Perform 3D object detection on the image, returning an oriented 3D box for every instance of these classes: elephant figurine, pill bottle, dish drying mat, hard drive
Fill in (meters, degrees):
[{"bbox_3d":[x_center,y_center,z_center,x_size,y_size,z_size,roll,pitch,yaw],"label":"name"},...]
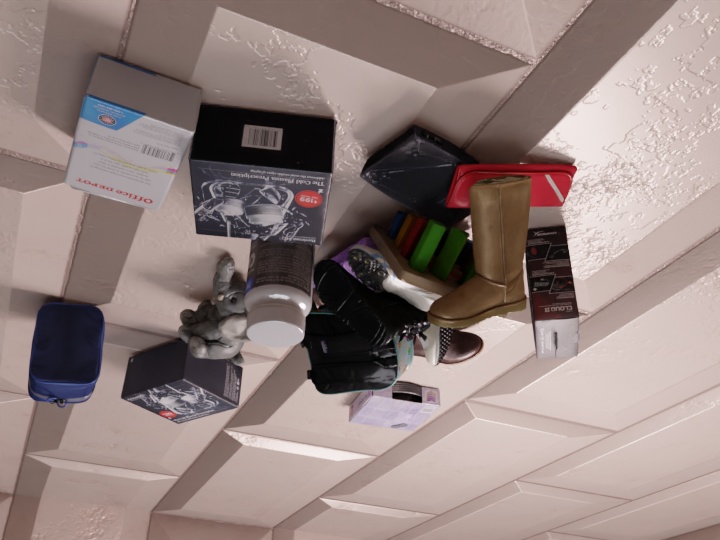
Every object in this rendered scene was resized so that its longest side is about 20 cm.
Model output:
[{"bbox_3d":[-0.246,0.082,1.458,0.200,0.142,0.155,-39,162,25],"label":"elephant figurine"},{"bbox_3d":[-0.136,0.020,1.272,0.113,0.201,0.114,1,147,1],"label":"pill bottle"},{"bbox_3d":[0.229,-0.126,1.144,0.199,0.018,0.077,-3,133,-18],"label":"dish drying mat"},{"bbox_3d":[0.111,-0.142,1.155,0.199,0.043,0.135,25,140,-35],"label":"hard drive"}]

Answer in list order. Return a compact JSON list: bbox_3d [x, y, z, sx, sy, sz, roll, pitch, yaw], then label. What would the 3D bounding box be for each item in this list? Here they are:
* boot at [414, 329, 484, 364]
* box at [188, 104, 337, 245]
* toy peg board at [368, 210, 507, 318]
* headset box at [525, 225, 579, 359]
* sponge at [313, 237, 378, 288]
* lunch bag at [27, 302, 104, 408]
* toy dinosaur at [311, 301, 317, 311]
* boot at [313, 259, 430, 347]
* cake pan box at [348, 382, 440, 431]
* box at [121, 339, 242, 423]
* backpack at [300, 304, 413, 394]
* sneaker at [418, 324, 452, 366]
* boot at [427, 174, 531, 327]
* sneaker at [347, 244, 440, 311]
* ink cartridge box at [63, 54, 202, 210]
[{"bbox_3d":[0.143,0.141,1.557,0.199,0.073,0.166,-3,158,20],"label":"boot"},{"bbox_3d":[-0.143,-0.135,1.120,0.199,0.105,0.182,5,149,-5],"label":"box"},{"bbox_3d":[0.141,-0.035,1.229,0.199,0.199,0.098,20,108,-21],"label":"toy peg board"},{"bbox_3d":[0.329,0.049,1.303,0.075,0.201,0.149,-6,148,11],"label":"headset box"},{"bbox_3d":[0.000,0.000,1.369,0.111,0.030,0.200,18,152,-29],"label":"sponge"},{"bbox_3d":[-0.600,0.180,1.543,0.135,0.201,0.132,9,150,-21],"label":"lunch bag"},{"bbox_3d":[-0.127,0.054,1.475,0.088,0.048,0.200,-13,149,10],"label":"toy dinosaur"},{"bbox_3d":[0.028,0.052,1.321,0.162,0.198,0.074,-10,140,-55],"label":"boot"},{"bbox_3d":[0.084,0.343,1.915,0.183,0.053,0.200,9,147,-15],"label":"cake pan box"},{"bbox_3d":[-0.406,0.257,1.732,0.199,0.105,0.182,-20,141,29],"label":"box"},{"bbox_3d":[0.004,0.141,1.449,0.199,0.177,0.153,-7,-172,35],"label":"backpack"},{"bbox_3d":[0.117,0.078,1.414,0.093,0.070,0.201,5,110,25],"label":"sneaker"},{"bbox_3d":[0.171,-0.030,1.104,0.174,0.066,0.201,-13,111,-25],"label":"boot"},{"bbox_3d":[0.060,0.003,1.269,0.199,0.073,0.072,29,147,-29],"label":"sneaker"},{"bbox_3d":[-0.323,-0.185,1.066,0.144,0.085,0.200,16,143,-21],"label":"ink cartridge box"}]
